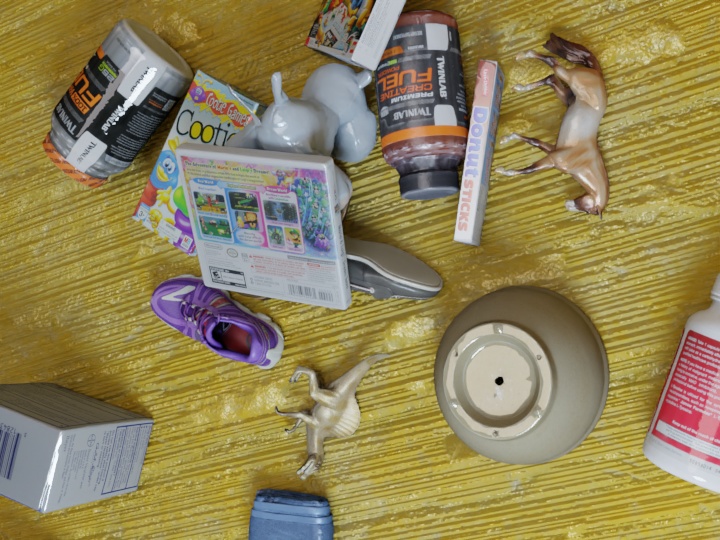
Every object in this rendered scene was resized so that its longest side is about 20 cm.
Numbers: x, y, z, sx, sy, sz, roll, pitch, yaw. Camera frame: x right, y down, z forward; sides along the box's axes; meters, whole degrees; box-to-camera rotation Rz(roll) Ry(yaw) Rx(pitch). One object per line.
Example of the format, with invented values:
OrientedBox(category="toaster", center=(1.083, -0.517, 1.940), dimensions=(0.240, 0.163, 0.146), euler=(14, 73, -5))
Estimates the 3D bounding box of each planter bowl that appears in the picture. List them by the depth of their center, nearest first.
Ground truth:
OrientedBox(category="planter bowl", center=(0.163, 0.116, 1.071), dimensions=(0.196, 0.134, 0.205), euler=(-1, 87, 21))

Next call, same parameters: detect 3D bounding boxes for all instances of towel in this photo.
OrientedBox(category="towel", center=(-0.086, 0.376, 1.207), dimensions=(0.109, 0.048, 0.205), euler=(2, 88, 22))

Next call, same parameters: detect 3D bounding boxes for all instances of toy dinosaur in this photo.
OrientedBox(category="toy dinosaur", center=(-0.039, 0.155, 1.205), dimensions=(0.100, 0.058, 0.202), euler=(32, 107, 6))

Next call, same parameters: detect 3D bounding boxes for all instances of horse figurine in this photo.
OrientedBox(category="horse figurine", center=(0.227, -0.169, 1.100), dimensions=(0.130, 0.050, 0.204), euler=(11, 85, 10))

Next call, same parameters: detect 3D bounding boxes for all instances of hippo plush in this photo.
OrientedBox(category="hippo plush", center=(-0.067, -0.168, 1.152), dimensions=(0.157, 0.161, 0.202), euler=(-2, 126, 40))

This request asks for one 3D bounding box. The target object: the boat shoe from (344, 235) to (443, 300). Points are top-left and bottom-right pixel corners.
OrientedBox(category="boat shoe", center=(0.000, 0.000, 1.176), dimensions=(0.196, 0.067, 0.058), euler=(20, 122, 4))

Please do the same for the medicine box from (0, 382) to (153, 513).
OrientedBox(category="medicine box", center=(-0.399, 0.219, 1.261), dimensions=(0.179, 0.199, 0.105), euler=(15, 91, 22))

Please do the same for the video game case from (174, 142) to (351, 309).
OrientedBox(category="video game case", center=(-0.109, -0.051, 1.122), dimensions=(0.196, 0.024, 0.185), euler=(9, 124, 25))

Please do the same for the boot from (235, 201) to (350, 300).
OrientedBox(category="boot", center=(-0.087, -0.043, 1.214), dimensions=(0.074, 0.075, 0.201), euler=(45, 102, 20))

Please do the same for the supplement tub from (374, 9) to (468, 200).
OrientedBox(category="supplement tub", center=(0.071, -0.187, 1.138), dimensions=(0.105, 0.107, 0.205), euler=(-8, 84, 21))

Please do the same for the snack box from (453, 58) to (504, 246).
OrientedBox(category="snack box", center=(0.137, -0.132, 1.126), dimensions=(0.024, 0.072, 0.205), euler=(8, 90, 16))

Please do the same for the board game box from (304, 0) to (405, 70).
OrientedBox(category="board game box", center=(-0.002, -0.306, 1.144), dimensions=(0.034, 0.200, 0.128), euler=(21, 98, -23))

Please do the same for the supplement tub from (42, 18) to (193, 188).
OrientedBox(category="supplement tub", center=(-0.321, -0.215, 1.292), dimensions=(0.123, 0.122, 0.201), euler=(45, 103, 18))

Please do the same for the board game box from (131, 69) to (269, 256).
OrientedBox(category="board game box", center=(-0.185, -0.130, 1.242), dimensions=(0.104, 0.103, 0.203), euler=(29, 98, 20))

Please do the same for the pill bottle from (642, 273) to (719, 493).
OrientedBox(category="pill bottle", center=(0.369, 0.113, 0.998), dimensions=(0.111, 0.112, 0.204), euler=(20, 95, 21))

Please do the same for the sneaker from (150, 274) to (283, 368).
OrientedBox(category="sneaker", center=(-0.189, 0.061, 1.246), dimensions=(0.197, 0.083, 0.082), euler=(21, 95, 23))
